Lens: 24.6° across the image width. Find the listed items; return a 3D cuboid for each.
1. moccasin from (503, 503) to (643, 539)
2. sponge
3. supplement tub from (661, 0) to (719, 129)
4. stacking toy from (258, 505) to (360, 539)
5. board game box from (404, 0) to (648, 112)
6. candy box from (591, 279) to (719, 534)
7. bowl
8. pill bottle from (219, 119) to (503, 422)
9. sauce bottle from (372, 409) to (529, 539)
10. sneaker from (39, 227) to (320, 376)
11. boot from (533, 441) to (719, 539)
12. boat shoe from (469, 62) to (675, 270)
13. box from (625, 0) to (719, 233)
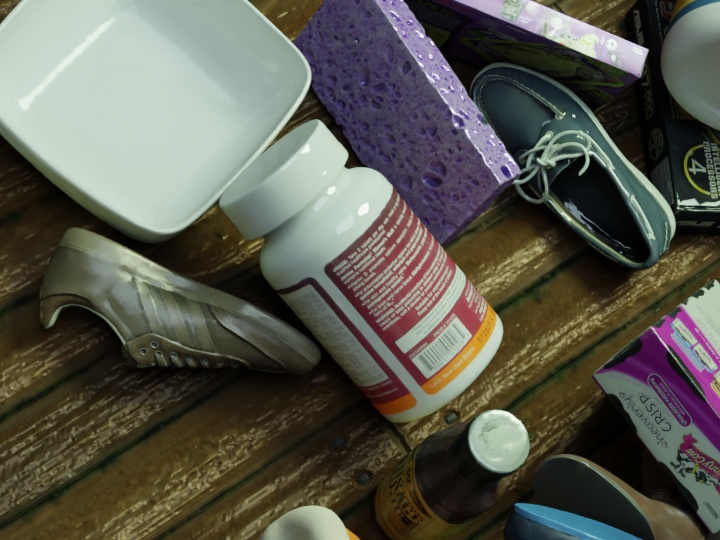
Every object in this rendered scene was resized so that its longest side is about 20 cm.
[{"bbox_3d":[0.174,0.206,1.009,0.199,0.080,0.068,25,93,-7],"label":"moccasin"},{"bbox_3d":[0.028,-0.121,1.226,0.030,0.112,0.200,-26,78,-40],"label":"sponge"},{"bbox_3d":[0.321,-0.218,1.271,0.144,0.145,0.201,24,62,-6],"label":"supplement tub"},{"bbox_3d":[0.018,0.252,1.091,0.199,0.146,0.147,25,63,-26],"label":"stacking toy"},{"bbox_3d":[0.109,-0.180,1.267,0.199,0.120,0.032,22,82,-7],"label":"board game box"},{"bbox_3d":[0.252,0.091,1.176,0.137,0.061,0.200,53,25,8],"label":"candy box"},{"bbox_3d":[-0.162,-0.128,1.196,0.200,0.075,0.200,40,64,1],"label":"bowl"},{"bbox_3d":[0.000,0.000,1.144,0.200,0.109,0.110,50,63,-15],"label":"pill bottle"},{"bbox_3d":[0.059,0.136,1.087,0.066,0.200,0.066,5,66,-13],"label":"sauce bottle"},{"bbox_3d":[-0.128,0.042,1.155,0.199,0.070,0.076,25,84,-2],"label":"sneaker"},{"bbox_3d":[0.196,0.145,1.142,0.187,0.064,0.200,48,29,-15],"label":"boot"},{"bbox_3d":[0.157,-0.078,1.265,0.200,0.075,0.062,48,28,-1],"label":"boat shoe"},{"bbox_3d":[0.308,-0.127,1.344,0.160,0.049,0.201,4,67,-16],"label":"box"}]
